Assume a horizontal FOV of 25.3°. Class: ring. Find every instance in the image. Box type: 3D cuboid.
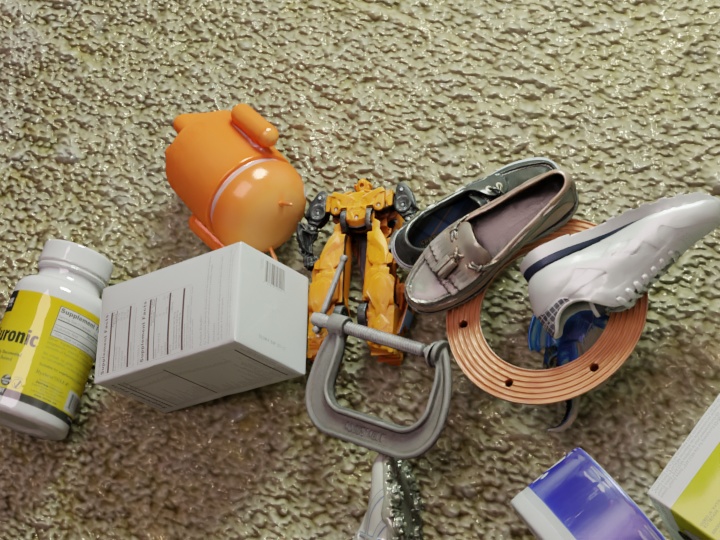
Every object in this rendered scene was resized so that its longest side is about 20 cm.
[{"bbox_3d":[0.178,0.039,1.535,0.198,0.019,0.202,-10,58,17],"label":"ring"}]

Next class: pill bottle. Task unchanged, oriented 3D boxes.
[{"bbox_3d":[-0.340,0.074,1.751,0.110,0.111,0.202,8,69,26],"label":"pill bottle"}]

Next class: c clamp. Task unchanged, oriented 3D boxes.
[{"bbox_3d":[0.016,0.089,1.570,0.199,0.027,0.172,22,87,38],"label":"c clamp"}]

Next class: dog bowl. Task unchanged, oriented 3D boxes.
[{"bbox_3d":[0.221,0.253,1.380,0.079,0.200,0.200,-40,58,-3],"label":"dog bowl"}]

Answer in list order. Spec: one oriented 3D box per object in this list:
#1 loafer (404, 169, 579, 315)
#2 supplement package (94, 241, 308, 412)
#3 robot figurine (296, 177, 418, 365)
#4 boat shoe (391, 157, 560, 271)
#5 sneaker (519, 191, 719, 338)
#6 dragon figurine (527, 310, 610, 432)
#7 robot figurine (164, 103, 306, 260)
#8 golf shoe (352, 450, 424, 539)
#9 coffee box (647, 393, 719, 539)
[{"bbox_3d":[0.122,-0.035,1.544,0.199,0.063,0.072,-36,72,-2],"label":"loafer"},{"bbox_3d":[-0.165,0.062,1.654,0.199,0.113,0.111,-17,60,33],"label":"supplement package"},{"bbox_3d":[0.000,0.000,1.674,0.144,0.058,0.202,-4,66,21],"label":"robot figurine"},{"bbox_3d":[0.123,-0.058,1.621,0.199,0.057,0.069,-29,80,-12],"label":"boat shoe"},{"bbox_3d":[0.250,-0.007,1.486,0.199,0.076,0.081,-25,65,12],"label":"sneaker"},{"bbox_3d":[0.199,0.069,1.556,0.099,0.059,0.201,16,69,30],"label":"dragon figurine"},{"bbox_3d":[-0.135,-0.094,1.739,0.144,0.117,0.200,-44,54,0],"label":"robot figurine"},{"bbox_3d":[0.010,0.269,1.538,0.096,0.078,0.202,-13,61,24],"label":"golf shoe"},{"bbox_3d":[0.389,0.191,1.338,0.197,0.200,0.201,35,82,31],"label":"coffee box"}]
